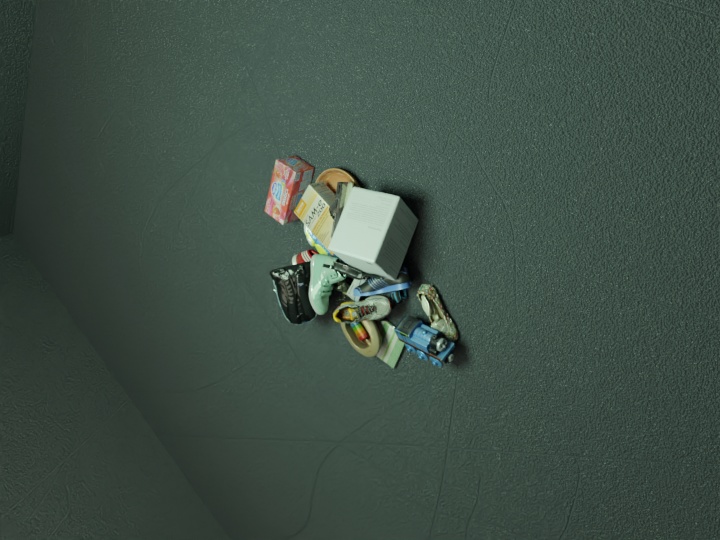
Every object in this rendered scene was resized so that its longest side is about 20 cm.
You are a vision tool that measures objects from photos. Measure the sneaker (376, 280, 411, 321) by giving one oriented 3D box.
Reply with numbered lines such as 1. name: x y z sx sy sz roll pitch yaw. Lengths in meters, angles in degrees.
1. sneaker: 0.097 0.090 1.637 0.081 0.073 0.202 33 124 23

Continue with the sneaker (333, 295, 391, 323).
1. sneaker: 0.005 0.132 1.611 0.198 0.082 0.079 -15 95 22

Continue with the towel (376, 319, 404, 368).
1. towel: 0.062 0.220 1.749 0.199 0.023 0.154 35 125 20

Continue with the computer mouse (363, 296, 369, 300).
1. computer mouse: 0.011 0.035 1.713 0.058 0.034 0.202 -24 85 23

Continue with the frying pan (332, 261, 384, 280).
1. frying pan: -0.002 0.014 1.563 0.188 0.115 0.031 22 86 21

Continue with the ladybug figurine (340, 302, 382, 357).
1. ladybug figurine: 0.006 0.190 1.715 0.135 0.072 0.202 -28 91 40

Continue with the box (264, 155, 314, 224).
1. box: -0.240 -0.272 1.735 0.094 0.102 0.202 35 126 21

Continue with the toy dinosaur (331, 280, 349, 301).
1. toy dinosaur: -0.064 0.064 1.731 0.200 0.048 0.088 45 122 -13

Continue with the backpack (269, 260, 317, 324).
1. backpack: -0.207 0.081 1.743 0.161 0.154 0.203 -14 90 -1

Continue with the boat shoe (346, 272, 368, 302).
1. boat shoe: 0.002 0.000 1.663 0.085 0.074 0.204 29 113 21

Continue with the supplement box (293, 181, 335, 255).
1. supplement box: -0.107 -0.168 1.644 0.200 0.073 0.126 47 128 13

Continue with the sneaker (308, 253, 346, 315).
1. sneaker: -0.103 0.051 1.660 0.117 0.073 0.204 5 102 37

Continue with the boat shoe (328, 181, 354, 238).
1. boat shoe: -0.063 -0.179 1.544 0.064 0.203 0.072 9 159 11

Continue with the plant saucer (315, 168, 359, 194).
1. plant saucer: -0.068 -0.231 1.662 0.198 0.037 0.203 15 116 33

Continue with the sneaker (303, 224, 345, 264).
1. sneaker: -0.106 -0.094 1.727 0.104 0.076 0.202 -21 107 30

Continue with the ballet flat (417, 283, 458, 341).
1. ballet flat: 0.227 0.137 1.565 0.075 0.064 0.202 -30 89 41

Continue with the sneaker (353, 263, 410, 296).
1. sneaker: 0.062 0.032 1.577 0.198 0.070 0.079 -12 84 28

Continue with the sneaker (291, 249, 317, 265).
1. sneaker: -0.163 0.022 1.806 0.115 0.078 0.202 -25 92 41

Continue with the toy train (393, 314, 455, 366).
1. toy train: 0.197 0.216 1.568 0.199 0.087 0.115 23 152 44

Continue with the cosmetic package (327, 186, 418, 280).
1. cosmetic package: 0.040 -0.106 1.491 0.165 0.167 0.202 17 79 30
